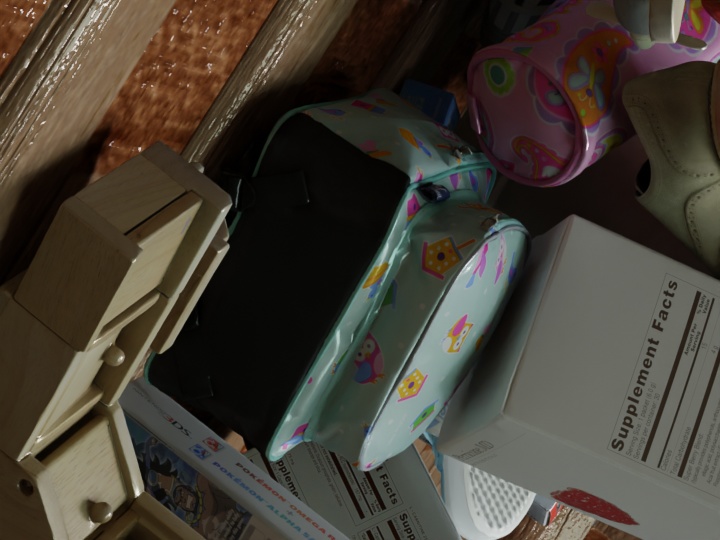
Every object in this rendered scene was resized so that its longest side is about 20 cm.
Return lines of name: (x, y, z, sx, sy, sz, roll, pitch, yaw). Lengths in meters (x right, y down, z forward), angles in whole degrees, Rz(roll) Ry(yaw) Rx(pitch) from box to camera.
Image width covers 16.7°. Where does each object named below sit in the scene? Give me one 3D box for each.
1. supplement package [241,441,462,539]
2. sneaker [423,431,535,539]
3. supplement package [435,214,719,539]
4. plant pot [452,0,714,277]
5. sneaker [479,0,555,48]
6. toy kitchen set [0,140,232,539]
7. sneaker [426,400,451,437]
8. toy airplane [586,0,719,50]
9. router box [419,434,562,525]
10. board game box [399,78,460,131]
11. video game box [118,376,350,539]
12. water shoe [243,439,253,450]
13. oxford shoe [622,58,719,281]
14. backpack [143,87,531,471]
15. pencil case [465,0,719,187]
supplement package: (-0.039, 0.190, 1.473, 0.199, 0.148, 0.191, -25, 166, -4)
sneaker: (0.064, 0.092, 1.531, 0.082, 0.074, 0.201, -31, -145, 35)
supplement package: (0.162, 0.073, 1.321, 0.121, 0.199, 0.120, 139, -27, -71)
plant pot: (0.159, -0.049, 1.438, 0.200, 0.173, 0.200, -48, 168, -14)
sneaker: (0.138, -0.197, 1.510, 0.200, 0.075, 0.116, -37, 166, -29)
toy kitchen set: (-0.066, 0.063, 1.095, 0.200, 0.180, 0.163, -58, 170, 34)
sneaker: (0.052, 0.028, 1.460, 0.072, 0.073, 0.200, -37, -162, 19)
toy airplane: (0.163, -0.204, 1.228, 0.141, 0.200, 0.200, -11, 178, 29)
router box: (0.095, 0.040, 1.642, 0.180, 0.200, 0.049, -52, 168, -13)
board game box: (0.026, -0.020, 1.522, 0.200, 0.036, 0.152, 56, 54, -77)
video game box: (-0.098, 0.189, 1.311, 0.201, 0.182, 0.047, -60, 166, 26)
water shoe: (-0.025, 0.070, 1.522, 0.079, 0.072, 0.200, -19, 165, -18)
oxford shoe: (0.185, -0.042, 1.295, 0.200, 0.073, 0.071, 69, 29, -46)
backpack: (0.000, 0.000, 1.283, 0.176, 0.153, 0.200, -65, 174, 19)
pencil case: (0.139, -0.122, 1.313, 0.200, 0.087, 0.088, -39, 161, -38)
